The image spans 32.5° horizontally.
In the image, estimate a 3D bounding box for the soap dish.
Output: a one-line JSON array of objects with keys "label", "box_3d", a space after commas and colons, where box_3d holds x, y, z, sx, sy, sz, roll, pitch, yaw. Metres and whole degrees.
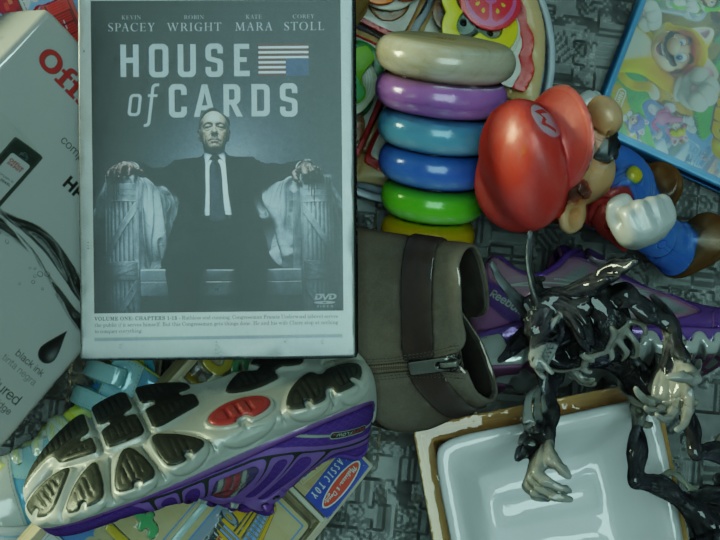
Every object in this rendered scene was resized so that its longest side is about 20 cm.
[{"label": "soap dish", "box_3d": [0.123, 0.181, 0.758, 0.155, 0.081, 0.203, -10, 86, -6]}]

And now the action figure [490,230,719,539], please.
[{"label": "action figure", "box_3d": [0.144, 0.073, 0.672, 0.200, 0.102, 0.119, 42, 128, -6]}]

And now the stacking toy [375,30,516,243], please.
[{"label": "stacking toy", "box_3d": [0.040, -0.040, 0.755, 0.084, 0.085, 0.203, 5, 106, -5]}]

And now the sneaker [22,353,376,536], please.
[{"label": "sneaker", "box_3d": [-0.080, 0.107, 0.665, 0.197, 0.081, 0.085, -16, 122, -15]}]

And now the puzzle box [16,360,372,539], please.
[{"label": "puzzle box", "box_3d": [-0.099, 0.144, 0.708, 0.133, 0.025, 0.201, 46, 71, -17]}]

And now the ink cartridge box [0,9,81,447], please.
[{"label": "ink cartridge box", "box_3d": [-0.202, -0.025, 0.694, 0.146, 0.084, 0.201, 46, 74, -28]}]

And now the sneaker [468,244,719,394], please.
[{"label": "sneaker", "box_3d": [0.154, 0.026, 0.781, 0.197, 0.081, 0.090, -1, 67, -9]}]

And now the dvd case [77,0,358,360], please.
[{"label": "dvd case", "box_3d": [-0.075, -0.055, 0.659, 0.148, 0.025, 0.204, -1, 91, -1]}]

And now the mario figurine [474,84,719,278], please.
[{"label": "mario figurine", "box_3d": [0.151, -0.060, 0.719, 0.199, 0.122, 0.108, 16, 85, -46]}]

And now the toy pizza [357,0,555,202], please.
[{"label": "toy pizza", "box_3d": [0.032, -0.144, 0.800, 0.197, 0.032, 0.204, 0, 86, -5]}]

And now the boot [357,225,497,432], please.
[{"label": "boot", "box_3d": [0.000, 0.000, 0.710, 0.144, 0.070, 0.202, -6, 113, 34]}]

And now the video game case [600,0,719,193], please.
[{"label": "video game case", "box_3d": [0.266, -0.119, 0.827, 0.198, 0.018, 0.145, 23, 83, -3]}]

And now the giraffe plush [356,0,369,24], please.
[{"label": "giraffe plush", "box_3d": [-0.067, -0.217, 0.704, 0.170, 0.163, 0.203, 11, 66, -4]}]

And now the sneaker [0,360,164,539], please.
[{"label": "sneaker", "box_3d": [-0.181, 0.102, 0.740, 0.197, 0.079, 0.133, 5, 87, -15]}]

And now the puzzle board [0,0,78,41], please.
[{"label": "puzzle board", "box_3d": [-0.222, -0.124, 0.726, 0.150, 0.017, 0.202, -30, 111, -25]}]
